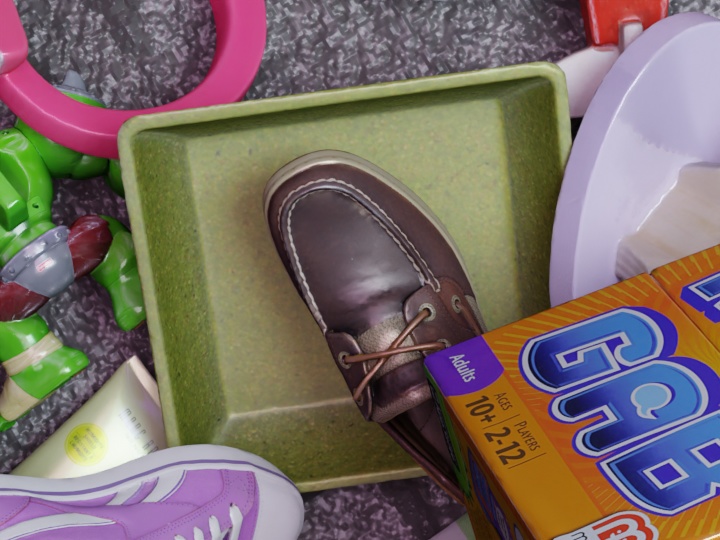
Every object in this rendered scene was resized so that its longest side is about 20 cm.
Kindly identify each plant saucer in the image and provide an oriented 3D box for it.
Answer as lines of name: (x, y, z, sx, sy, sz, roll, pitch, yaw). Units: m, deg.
plant saucer: (0.000, 0.000, 1.281, 0.199, 0.048, 0.200, -8, 116, -1)

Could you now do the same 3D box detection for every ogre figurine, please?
ogre figurine: (-0.152, -0.010, 1.301, 0.200, 0.098, 0.120, -37, 91, 4)

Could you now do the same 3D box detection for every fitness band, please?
fitness band: (-0.123, -0.146, 1.308, 0.143, 0.037, 0.200, -11, 71, -27)

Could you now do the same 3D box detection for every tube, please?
tube: (-0.162, 0.129, 1.314, 0.200, 0.058, 0.052, -37, 44, -5)

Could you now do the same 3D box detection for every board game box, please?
board game box: (0.165, 0.122, 1.077, 0.199, 0.200, 0.200, -20, 116, -6)

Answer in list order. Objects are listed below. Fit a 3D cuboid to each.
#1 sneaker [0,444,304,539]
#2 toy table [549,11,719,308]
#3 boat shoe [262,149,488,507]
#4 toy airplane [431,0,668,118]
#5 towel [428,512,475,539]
sneaker: (-0.093, 0.137, 1.218, 0.200, 0.114, 0.073, -6, 118, -35)
toy table: (0.166, -0.001, 1.235, 0.184, 0.117, 0.200, -21, 121, -27)
boat shoe: (0.024, 0.037, 1.233, 0.072, 0.072, 0.200, -27, 115, 8)
toy airplane: (0.119, -0.167, 1.295, 0.200, 0.141, 0.199, 36, 110, -21)
towel: (0.020, 0.169, 1.255, 0.200, 0.153, 0.023, -34, 113, 1)
